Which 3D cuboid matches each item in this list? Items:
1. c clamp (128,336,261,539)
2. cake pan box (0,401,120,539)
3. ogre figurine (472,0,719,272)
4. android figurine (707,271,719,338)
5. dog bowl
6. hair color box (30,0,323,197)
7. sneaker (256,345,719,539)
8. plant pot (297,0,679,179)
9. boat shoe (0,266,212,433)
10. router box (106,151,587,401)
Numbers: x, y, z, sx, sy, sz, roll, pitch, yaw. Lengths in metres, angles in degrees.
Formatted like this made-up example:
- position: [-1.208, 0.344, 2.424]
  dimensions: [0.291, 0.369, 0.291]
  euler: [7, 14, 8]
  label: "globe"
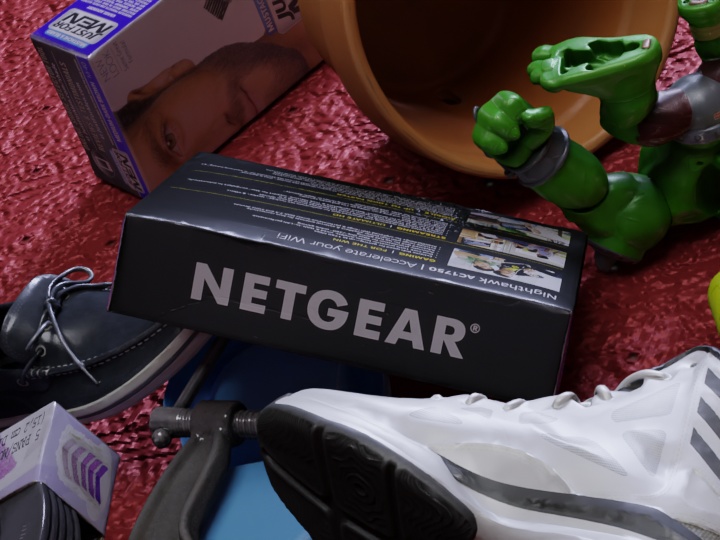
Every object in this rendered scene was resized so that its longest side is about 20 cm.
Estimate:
- position: [-0.019, 0.084, 0.889]
  dimensions: [0.200, 0.027, 0.171]
  euler: [4, 44, 31]
  label: "c clamp"
- position: [-0.195, 0.168, 0.886]
  dimensions: [0.200, 0.052, 0.184]
  euler: [-29, 34, 27]
  label: "cake pan box"
- position: [0.158, -0.077, 1.005]
  dimensions: [0.200, 0.120, 0.098]
  euler: [-40, 36, -25]
  label: "ogre figurine"
- position: [0.250, 0.003, 0.927]
  dimensions: [0.182, 0.041, 0.200]
  euler: [-16, 39, 9]
  label: "android figurine"
- position: [-0.037, 0.095, 0.948]
  dimensions: [0.111, 0.050, 0.200]
  euler: [-12, 37, 13]
  label: "dog bowl"
- position: [-0.089, -0.147, 1.225]
  dimensions: [0.200, 0.109, 0.065]
  euler: [-41, 42, -23]
  label: "hair color box"
- position: [0.067, 0.071, 0.734]
  dimensions: [0.200, 0.076, 0.115]
  euler: [19, 44, 33]
  label: "sneaker"
- position: [0.055, -0.157, 1.116]
  dimensions: [0.200, 0.200, 0.140]
  euler: [-34, 21, -15]
  label: "plant pot"
- position: [-0.147, 0.036, 1.023]
  dimensions: [0.200, 0.062, 0.075]
  euler: [-16, 29, 39]
  label: "boat shoe"
- position: [0.000, 0.000, 0.940]
  dimensions: [0.200, 0.051, 0.149]
  euler: [12, 15, 6]
  label: "router box"
